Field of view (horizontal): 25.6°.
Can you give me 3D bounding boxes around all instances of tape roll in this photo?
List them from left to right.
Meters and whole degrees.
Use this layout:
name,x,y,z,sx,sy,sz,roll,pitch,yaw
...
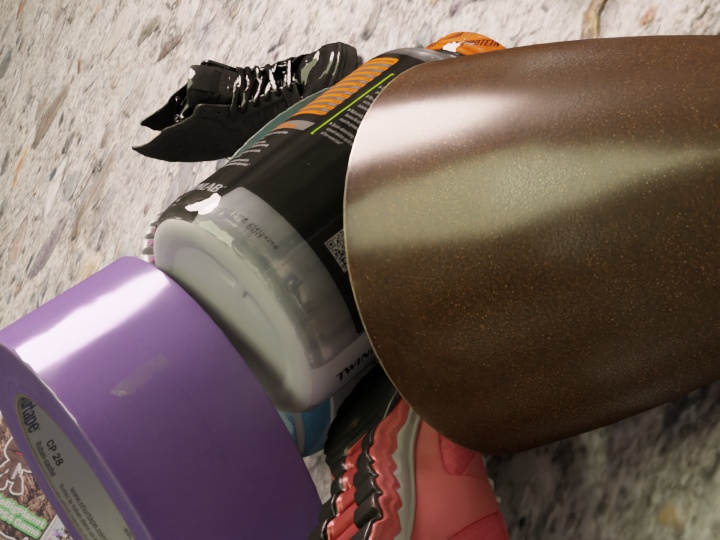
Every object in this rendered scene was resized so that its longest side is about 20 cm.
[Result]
name,x,y,z,sx,sy,sz,roll,pitch,yaw
tape roll,-0.106,0.099,0.817,0.085,0.201,0.200,-33,15,-22

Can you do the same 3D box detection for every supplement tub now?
name,x,y,z,sx,sy,sz,roll,pitch,yaw
supplement tub,0.004,-0.031,0.805,0.200,0.123,0.122,-38,12,-27

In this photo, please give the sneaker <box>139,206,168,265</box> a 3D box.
name,x,y,z,sx,sy,sz,roll,pitch,yaw
sneaker,-0.155,0.040,1.292,0.089,0.080,0.201,128,151,-46

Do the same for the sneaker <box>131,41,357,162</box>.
name,x,y,z,sx,sy,sz,roll,pitch,yaw
sneaker,-0.094,-0.135,1.270,0.200,0.104,0.060,-37,38,49

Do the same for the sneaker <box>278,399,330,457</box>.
name,x,y,z,sx,sy,sz,roll,pitch,yaw
sneaker,-0.055,0.042,0.936,0.079,0.130,0.201,22,129,39

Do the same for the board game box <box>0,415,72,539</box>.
name,x,y,z,sx,sy,sz,roll,pitch,yaw
board game box,-0.189,0.144,1.041,0.201,0.096,0.160,-63,-4,-19

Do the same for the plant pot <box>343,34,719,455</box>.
name,x,y,z,sx,sy,sz,roll,pitch,yaw
plant pot,0.128,-0.024,0.679,0.199,0.187,0.188,-13,57,42

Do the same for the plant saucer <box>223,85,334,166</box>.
name,x,y,z,sx,sy,sz,roll,pitch,yaw
plant saucer,-0.041,-0.032,1.038,0.036,0.200,0.201,42,114,21

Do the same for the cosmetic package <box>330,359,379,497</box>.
name,x,y,z,sx,sy,sz,roll,pitch,yaw
cosmetic package,0.021,0.099,0.839,0.102,0.071,0.201,85,-177,-50

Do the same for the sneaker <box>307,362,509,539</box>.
name,x,y,z,sx,sy,sz,roll,pitch,yaw
sneaker,0.030,0.104,0.736,0.074,0.087,0.201,-44,18,37
